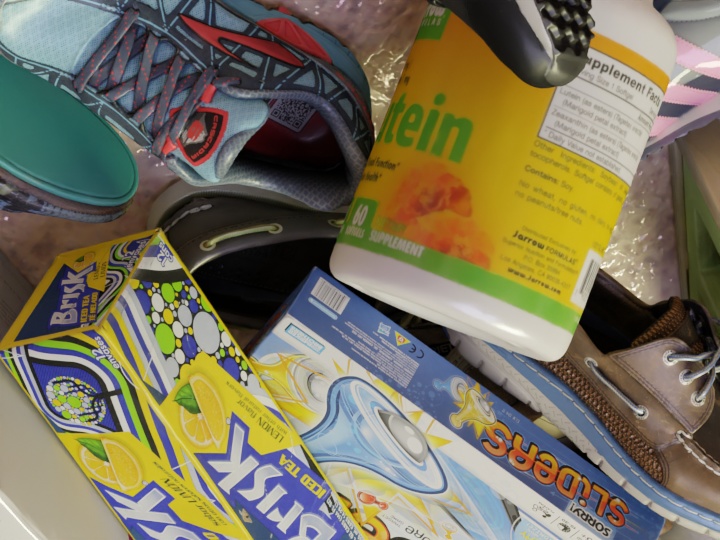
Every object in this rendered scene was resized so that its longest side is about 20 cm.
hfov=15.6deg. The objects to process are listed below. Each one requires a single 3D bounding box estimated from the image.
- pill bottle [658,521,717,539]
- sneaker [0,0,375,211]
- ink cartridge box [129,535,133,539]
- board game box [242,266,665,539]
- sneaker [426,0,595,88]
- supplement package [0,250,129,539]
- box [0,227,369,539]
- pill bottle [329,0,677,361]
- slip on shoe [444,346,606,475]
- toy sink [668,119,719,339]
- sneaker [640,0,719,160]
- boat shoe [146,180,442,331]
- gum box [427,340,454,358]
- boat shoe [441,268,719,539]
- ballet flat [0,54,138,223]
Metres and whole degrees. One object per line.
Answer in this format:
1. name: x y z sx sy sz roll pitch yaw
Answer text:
1. pill bottle: 0.231 0.149 1.374 0.199 0.112 0.112 -19 128 -5
2. sneaker: -0.073 -0.086 1.147 0.199 0.096 0.079 19 120 -25
3. ink cartridge box: -0.099 0.168 1.341 0.199 0.037 0.095 -8 127 21
4. board game box: 0.025 0.097 1.230 0.200 0.035 0.135 35 141 -5
5. sneaker: 0.019 -0.145 1.083 0.090 0.201 0.070 -36 163 22
6. supplement package: -0.187 0.097 1.191 0.119 0.200 0.121 -29 127 9
7. box: -0.076 0.082 1.191 0.064 0.070 0.200 -12 124 34
8. pill bottle: 0.071 -0.072 1.142 0.111 0.111 0.201 23 86 -27
9. slip on shoe: 0.122 0.080 1.292 0.200 0.061 0.076 22 104 -43
10. toy sink: 0.217 0.023 1.276 0.112 0.131 0.201 -13 129 -3
11. sneaker: 0.130 -0.101 1.215 0.199 0.070 0.082 -26 104 10
12. boat shoe: -0.001 0.003 1.252 0.201 0.060 0.072 7 123 -18
13. gum box: 0.024 0.133 1.366 0.169 0.045 0.201 -13 128 -4
14. boat shoe: 0.131 0.050 1.195 0.200 0.072 0.073 32 125 7
15. ballet flat: -0.191 -0.072 1.159 0.200 0.074 0.074 32 114 -29
